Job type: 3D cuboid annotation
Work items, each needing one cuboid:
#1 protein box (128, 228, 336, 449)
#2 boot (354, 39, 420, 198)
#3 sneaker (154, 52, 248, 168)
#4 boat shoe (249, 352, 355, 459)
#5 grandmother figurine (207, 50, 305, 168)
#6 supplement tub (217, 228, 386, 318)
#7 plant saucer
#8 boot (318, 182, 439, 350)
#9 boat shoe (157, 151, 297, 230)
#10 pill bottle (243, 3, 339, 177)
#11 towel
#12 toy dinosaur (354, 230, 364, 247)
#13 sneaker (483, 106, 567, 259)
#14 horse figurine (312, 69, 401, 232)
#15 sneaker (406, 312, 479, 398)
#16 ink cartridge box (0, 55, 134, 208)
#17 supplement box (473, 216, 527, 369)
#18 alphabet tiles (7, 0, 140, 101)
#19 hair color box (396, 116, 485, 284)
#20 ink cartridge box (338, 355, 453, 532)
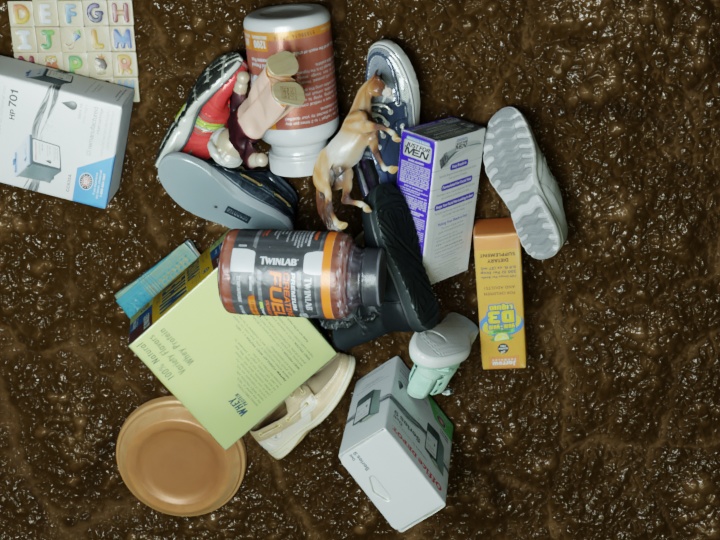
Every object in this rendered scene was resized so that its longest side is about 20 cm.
[{"bbox_3d":[-0.174,0.087,1.671,0.199,0.135,0.199,-40,107,2],"label":"protein box"},{"bbox_3d":[0.029,-0.186,1.584,0.072,0.090,0.203,5,118,38],"label":"boot"},{"bbox_3d":[-0.193,-0.198,1.621,0.084,0.078,0.201,28,122,-19],"label":"sneaker"},{"bbox_3d":[-0.086,0.186,1.764,0.069,0.074,0.200,35,111,-17],"label":"boat shoe"},{"bbox_3d":[-0.133,-0.182,1.522,0.060,0.123,0.200,7,156,-29],"label":"grandmother figurine"},{"bbox_3d":[-0.069,0.004,1.514,0.196,0.107,0.109,2,113,10],"label":"supplement tub"},{"bbox_3d":[-0.268,0.283,1.834,0.196,0.038,0.203,1,112,3],"label":"plant saucer"},{"bbox_3d":[0.000,0.000,1.602,0.166,0.076,0.203,-12,103,38],"label":"boot"},{"bbox_3d":[-0.173,-0.109,1.631,0.199,0.092,0.071,31,125,-18],"label":"boat shoe"},{"bbox_3d":[-0.084,-0.228,1.572,0.110,0.112,0.203,-3,112,5],"label":"pill bottle"},{"bbox_3d":[-0.236,0.071,1.755,0.146,0.022,0.201,-34,108,15],"label":"towel"},{"bbox_3d":[-0.017,-0.014,1.696,0.104,0.061,0.202,10,123,-18],"label":"toy dinosaur"},{"bbox_3d":[0.219,-0.117,1.629,0.074,0.082,0.203,-15,94,31],"label":"sneaker"},{"bbox_3d":[-0.010,-0.135,1.533,0.049,0.133,0.201,11,121,-39],"label":"horse figurine"},{"bbox_3d":[0.097,0.133,1.661,0.073,0.200,0.119,31,106,14],"label":"sneaker"},{"bbox_3d":[-0.409,-0.182,1.619,0.197,0.086,0.149,13,113,-4],"label":"ink cartridge box"},{"bbox_3d":[0.192,0.033,1.689,0.065,0.069,0.203,-4,114,7],"label":"supplement box"},{"bbox_3d":[-0.374,-0.287,1.622,0.163,0.006,0.203,1,113,3],"label":"alphabet tiles"},{"bbox_3d":[0.098,-0.089,1.616,0.064,0.109,0.203,24,119,35],"label":"hair color box"},{"bbox_3d":[0.053,0.237,1.705,0.083,0.201,0.147,-33,107,20],"label":"ink cartridge box"}]
